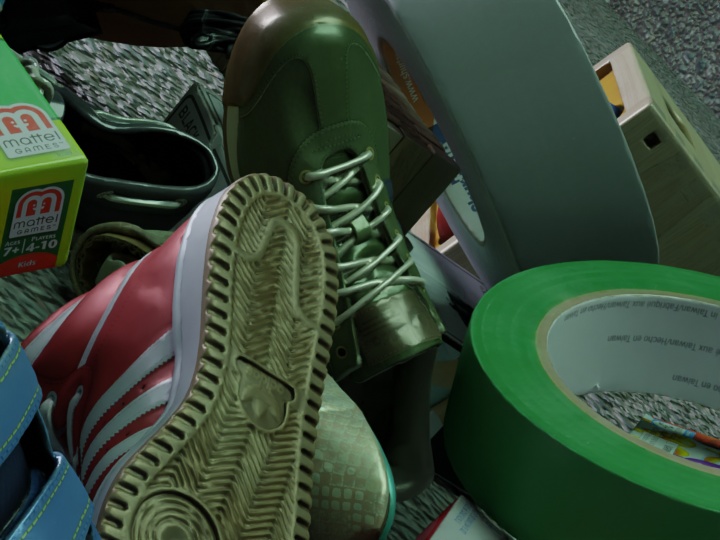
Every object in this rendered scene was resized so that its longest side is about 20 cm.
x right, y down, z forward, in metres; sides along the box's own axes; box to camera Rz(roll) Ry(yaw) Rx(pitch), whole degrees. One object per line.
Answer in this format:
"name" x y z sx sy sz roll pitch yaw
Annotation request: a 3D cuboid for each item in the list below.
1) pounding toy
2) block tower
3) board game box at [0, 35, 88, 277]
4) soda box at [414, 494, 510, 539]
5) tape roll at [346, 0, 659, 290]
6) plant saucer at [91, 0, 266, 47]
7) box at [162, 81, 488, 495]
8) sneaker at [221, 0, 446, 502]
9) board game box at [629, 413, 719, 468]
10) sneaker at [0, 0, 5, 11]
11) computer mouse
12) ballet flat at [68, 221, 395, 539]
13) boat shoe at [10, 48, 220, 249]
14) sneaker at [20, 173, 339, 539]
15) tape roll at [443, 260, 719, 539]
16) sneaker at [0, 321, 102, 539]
"pounding toy" 0.094 -0.038 1.306 0.142 0.184 0.200 52 12 -12
"block tower" -0.018 -0.079 1.078 0.054 0.058 0.200 32 17 -33
"board game box" -0.182 -0.074 0.790 0.101 0.048 0.200 -13 49 -32
"soda box" 0.021 0.138 0.774 0.070 0.063 0.200 43 13 3
"tape roll" 0.060 -0.072 1.081 0.201 0.066 0.200 62 -4 8
"plant saucer" -0.137 -0.141 1.054 0.199 0.032 0.200 16 -10 3
"box" -0.009 0.011 1.074 0.200 0.060 0.117 34 16 -31
"sneaker" 0.000 0.000 0.891 0.067 0.201 0.090 -20 39 -26
"board game box" 0.189 0.146 0.972 0.199 0.105 0.103 19 10 12
"sneaker" -0.225 -0.153 0.930 0.200 0.081 0.077 32 19 -32
"computer mouse" -0.107 -0.101 1.031 0.199 0.034 0.059 11 -6 13
"ballet flat" -0.057 0.043 0.860 0.062 0.068 0.200 23 13 -36
"boat shoe" -0.135 -0.067 0.917 0.200 0.063 0.073 32 45 -42
"sneaker" -0.073 0.070 0.748 0.071 0.112 0.201 38 45 -25
"tape roll" 0.133 0.063 0.911 0.199 0.048 0.201 11 26 -5
"sneaker" -0.109 0.056 0.601 0.200 0.082 0.074 38 29 -11
